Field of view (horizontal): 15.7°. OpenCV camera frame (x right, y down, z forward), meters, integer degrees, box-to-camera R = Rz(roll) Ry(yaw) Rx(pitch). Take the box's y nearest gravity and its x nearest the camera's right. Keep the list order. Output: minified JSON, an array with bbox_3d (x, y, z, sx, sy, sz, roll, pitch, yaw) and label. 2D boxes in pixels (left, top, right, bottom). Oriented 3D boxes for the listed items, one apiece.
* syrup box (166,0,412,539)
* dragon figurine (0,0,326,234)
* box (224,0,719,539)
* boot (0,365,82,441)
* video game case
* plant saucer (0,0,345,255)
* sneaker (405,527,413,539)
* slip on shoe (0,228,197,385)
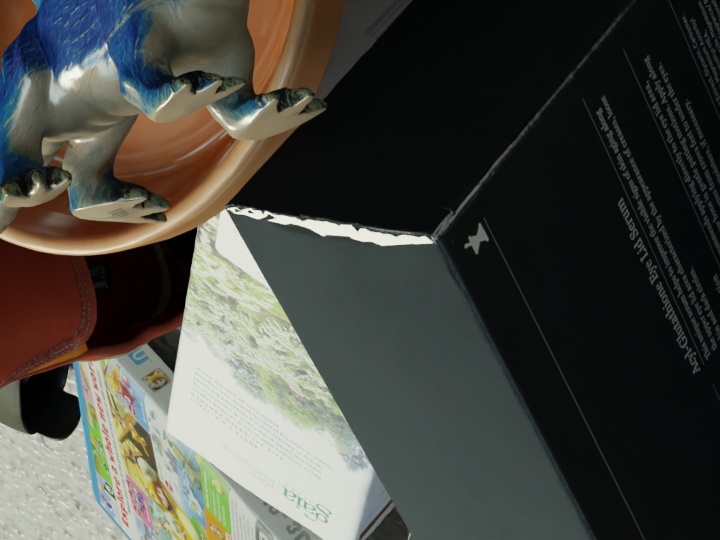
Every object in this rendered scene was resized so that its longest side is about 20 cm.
[{"bbox_3d":[0.000,0.000,0.817,0.079,0.081,0.200,34,150,13],"label":"syrup box"},{"bbox_3d":[-0.070,-0.067,0.661,0.200,0.059,0.099,-32,66,36],"label":"dragon figurine"},{"bbox_3d":[0.070,0.016,0.705,0.079,0.141,0.200,7,136,42],"label":"box"},{"bbox_3d":[-0.185,-0.012,1.022,0.138,0.077,0.200,22,159,20],"label":"boot"},{"bbox_3d":[-0.047,0.114,1.022,0.200,0.018,0.143,45,155,28],"label":"video game case"},{"bbox_3d":[-0.078,-0.105,0.727,0.200,0.032,0.200,8,102,39],"label":"plant saucer"},{"bbox_3d":[0.059,0.168,0.972,0.080,0.086,0.200,10,139,37],"label":"sneaker"},{"bbox_3d":[-0.119,0.007,0.858,0.061,0.200,0.074,-16,87,38],"label":"slip on shoe"}]
